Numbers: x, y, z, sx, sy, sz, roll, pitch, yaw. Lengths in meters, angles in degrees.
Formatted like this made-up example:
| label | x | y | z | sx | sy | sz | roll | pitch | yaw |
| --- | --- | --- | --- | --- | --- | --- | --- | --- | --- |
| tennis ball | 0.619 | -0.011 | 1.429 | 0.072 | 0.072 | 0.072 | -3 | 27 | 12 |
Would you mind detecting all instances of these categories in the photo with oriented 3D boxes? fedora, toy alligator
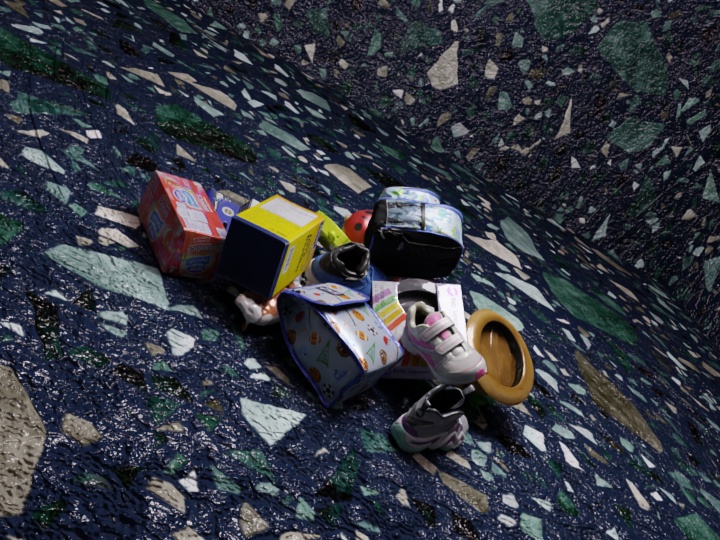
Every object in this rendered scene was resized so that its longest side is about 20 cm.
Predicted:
| label | x | y | z | sx | sy | sz | roll | pitch | yaw |
| --- | --- | --- | --- | --- | --- | --- | --- | --- | --- |
| fedora | 0.255 | 0.179 | 1.534 | 0.198 | 0.082 | 0.204 | 23 | 50 | -30 |
| toy alligator | 0.232 | 0.234 | 1.571 | 0.059 | 0.055 | 0.201 | 23 | 23 | -23 |

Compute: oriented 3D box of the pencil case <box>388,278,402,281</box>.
| label | x | y | z | sx | sy | sz | roll | pitch | yaw |
| --- | --- | --- | --- | --- | --- | --- | --- | --- | --- |
| pencil case | 0.084 | -0.003 | 1.832 | 0.198 | 0.088 | 0.088 | 22 | 23 | -31 |

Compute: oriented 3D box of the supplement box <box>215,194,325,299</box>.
| label | x | y | z | sx | sy | sz | roll | pitch | yaw |
| --- | --- | --- | --- | --- | --- | --- | --- | --- | --- |
| supplement box | -0.155 | -0.046 | 1.378 | 0.107 | 0.111 | 0.200 | 25 | 22 | 9 |

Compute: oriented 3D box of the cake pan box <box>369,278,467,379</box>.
| label | x | y | z | sx | sy | sz | roll | pitch | yaw |
| --- | --- | --- | --- | --- | --- | --- | --- | --- | --- |
| cake pan box | 0.109 | 0.110 | 1.472 | 0.180 | 0.053 | 0.203 | 4 | 52 | -6 |

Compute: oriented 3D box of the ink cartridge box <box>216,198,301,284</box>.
| label | x | y | z | sx | sy | sz | roll | pitch | yaw |
| --- | --- | --- | --- | --- | --- | --- | --- | --- | --- |
| ink cartridge box | -0.200 | -0.057 | 1.534 | 0.198 | 0.041 | 0.201 | 29 | 33 | -17 |

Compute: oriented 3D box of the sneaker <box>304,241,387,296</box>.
| label | x | y | z | sx | sy | sz | roll | pitch | yaw |
| --- | --- | --- | --- | --- | --- | --- | --- | --- | --- |
| sneaker | 0.000 | 0.001 | 1.513 | 0.197 | 0.110 | 0.078 | 15 | 62 | -37 |

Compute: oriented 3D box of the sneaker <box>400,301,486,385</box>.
| label | x | y | z | sx | sy | sz | roll | pitch | yaw |
| --- | --- | --- | --- | --- | --- | --- | --- | --- | --- |
| sneaker | 0.137 | 0.123 | 1.344 | 0.081 | 0.089 | 0.199 | -31 | 41 | -26 |

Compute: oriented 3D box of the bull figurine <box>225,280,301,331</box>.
| label | x | y | z | sx | sy | sz | roll | pitch | yaw |
| --- | --- | --- | --- | --- | --- | --- | --- | --- | --- |
| bull figurine | -0.163 | 0.054 | 1.375 | 0.198 | 0.066 | 0.121 | 6 | 33 | -50 |

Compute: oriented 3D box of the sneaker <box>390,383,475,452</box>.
| label | x | y | z | sx | sy | sz | roll | pitch | yaw |
| --- | --- | --- | --- | --- | --- | --- | --- | --- | --- |
| sneaker | 0.154 | 0.240 | 1.318 | 0.198 | 0.141 | 0.078 | 0 | 45 | -52 |

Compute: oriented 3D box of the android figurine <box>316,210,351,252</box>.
| label | x | y | z | sx | sy | sz | roll | pitch | yaw |
| --- | --- | --- | --- | --- | --- | --- | --- | --- | --- |
| android figurine | -0.055 | -0.056 | 1.680 | 0.182 | 0.041 | 0.200 | 45 | -8 | 21 |

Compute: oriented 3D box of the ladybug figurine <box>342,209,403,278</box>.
| label | x | y | z | sx | sy | sz | roll | pitch | yaw |
| --- | --- | --- | --- | --- | --- | --- | --- | --- | --- |
| ladybug figurine | 0.047 | -0.067 | 1.731 | 0.198 | 0.072 | 0.137 | 32 | 62 | 2 |

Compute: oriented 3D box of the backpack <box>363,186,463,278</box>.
| label | x | y | z | sx | sy | sz | roll | pitch | yaw |
| --- | --- | --- | --- | --- | --- | --- | --- | --- | --- |
| backpack | 0.113 | -0.078 | 1.609 | 0.196 | 0.184 | 0.149 | 8 | 59 | -6 |

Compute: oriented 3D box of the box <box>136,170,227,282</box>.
| label | x | y | z | sx | sy | sz | roll | pitch | yaw |
| --- | --- | --- | --- | --- | --- | --- | --- | --- | --- |
| box | -0.320 | -0.081 | 1.394 | 0.099 | 0.096 | 0.201 | 15 | 27 | -40 |

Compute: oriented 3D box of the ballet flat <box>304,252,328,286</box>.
| label | x | y | z | sx | sy | sz | roll | pitch | yaw |
| --- | --- | --- | --- | --- | --- | --- | --- | --- | --- |
| ballet flat | -0.075 | 0.019 | 1.576 | 0.067 | 0.068 | 0.201 | 25 | 23 | -15 |

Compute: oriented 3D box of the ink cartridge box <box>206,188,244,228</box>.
| label | x | y | z | sx | sy | sz | roll | pitch | yaw |
| --- | --- | --- | --- | --- | --- | --- | --- | --- | --- |
| ink cartridge box | -0.266 | -0.112 | 1.625 | 0.197 | 0.040 | 0.100 | 24 | 24 | -23 |

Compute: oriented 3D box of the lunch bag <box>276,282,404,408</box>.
| label | x | y | z | sx | sy | sz | roll | pitch | yaw |
| --- | --- | --- | --- | --- | --- | --- | --- | --- | --- |
| lunch bag | -0.040 | 0.106 | 1.324 | 0.201 | 0.124 | 0.169 | 52 | 23 | 15 |

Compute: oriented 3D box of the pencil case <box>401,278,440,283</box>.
| label | x | y | z | sx | sy | sz | roll | pitch | yaw |
| --- | --- | --- | --- | --- | --- | --- | --- | --- | --- |
| pencil case | 0.137 | 0.052 | 1.711 | 0.082 | 0.087 | 0.200 | -14 | 9 | -2 |
